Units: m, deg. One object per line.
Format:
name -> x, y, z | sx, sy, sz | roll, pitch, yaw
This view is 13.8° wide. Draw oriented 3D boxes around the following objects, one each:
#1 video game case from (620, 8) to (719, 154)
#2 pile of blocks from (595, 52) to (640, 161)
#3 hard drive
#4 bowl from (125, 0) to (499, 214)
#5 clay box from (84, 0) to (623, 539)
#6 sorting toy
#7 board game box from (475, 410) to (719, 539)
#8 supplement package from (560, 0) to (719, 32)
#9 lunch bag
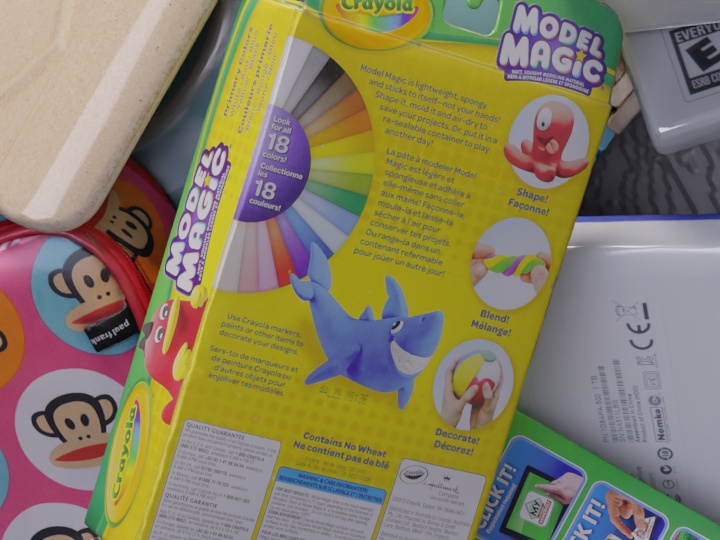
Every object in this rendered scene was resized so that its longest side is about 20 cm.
video game case -> 0.163, -0.150, 0.970 | 0.199, 0.023, 0.183 | -17, 71, 2
pile of blocks -> 0.063, -0.066, 1.012 | 0.062, 0.082, 0.200 | 38, 102, 0
hard drive -> 0.139, 0.039, 0.992 | 0.198, 0.025, 0.133 | -1, 127, 17
bowl -> -0.057, -0.085, 1.011 | 0.200, 0.105, 0.202 | -6, 80, 36
clay box -> 0.000, 0.000, 0.914 | 0.114, 0.048, 0.201 | 15, 95, -27
sorting toy -> -0.106, -0.123, 0.961 | 0.200, 0.036, 0.186 | 30, 90, 42
board game box -> 0.042, 0.156, 0.967 | 0.134, 0.029, 0.201 | 29, 76, 5
supplement package -> 0.140, -0.199, 0.899 | 0.190, 0.147, 0.201 | -6, 70, 6
lunch bag -> -0.133, 0.063, 0.985 | 0.199, 0.082, 0.177 | -15, 115, 17
